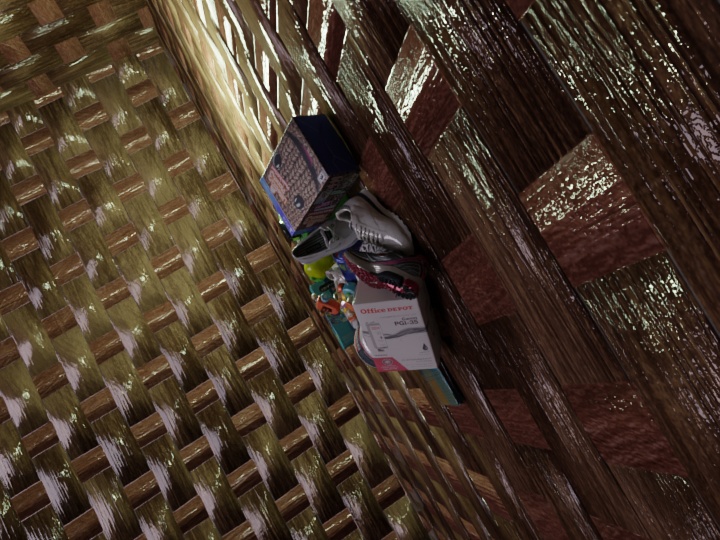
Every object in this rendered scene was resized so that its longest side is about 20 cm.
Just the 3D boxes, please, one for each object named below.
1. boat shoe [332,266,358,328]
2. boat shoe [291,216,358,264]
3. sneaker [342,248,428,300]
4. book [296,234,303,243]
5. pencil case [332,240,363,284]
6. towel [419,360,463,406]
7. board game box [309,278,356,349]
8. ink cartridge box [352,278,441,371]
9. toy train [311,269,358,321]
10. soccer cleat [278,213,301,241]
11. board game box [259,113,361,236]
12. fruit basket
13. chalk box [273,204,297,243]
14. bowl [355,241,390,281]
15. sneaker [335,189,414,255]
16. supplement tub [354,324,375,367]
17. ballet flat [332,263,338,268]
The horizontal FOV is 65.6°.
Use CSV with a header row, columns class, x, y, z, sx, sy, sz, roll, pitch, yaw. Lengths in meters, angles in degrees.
class,x,y,z,sx,sy,sz,roll,pitch,yaw
boat shoe,-0.037,0.072,1.488,0.068,0.072,0.204,4,132,18
boat shoe,-0.067,-0.072,1.263,0.075,0.198,0.067,57,-167,10
sneaker,0.047,-0.006,1.085,0.197,0.076,0.081,20,159,39
book,-0.163,-0.199,1.529,0.204,0.132,0.048,60,167,-2
pencil case,0.000,0.000,1.369,0.076,0.088,0.202,14,151,31
towel,0.188,0.265,1.379,0.149,0.021,0.200,61,169,9
board game box,-0.035,0.099,1.604,0.203,0.148,0.047,59,167,9
ink cartridge box,0.079,0.110,1.168,0.084,0.142,0.203,-72,-31,-48
toy train,-0.053,0.080,1.389,0.146,0.057,0.201,22,151,0
soccer cleat,-0.167,-0.112,1.390,0.200,0.066,0.083,-135,27,-74
board game box,-0.114,-0.207,1.218,0.162,0.095,0.201,57,136,16
fruit basket,-0.083,-0.083,1.401,0.215,0.151,0.222,166,90,-78
chalk box,-0.189,-0.210,1.633,0.125,0.122,0.203,48,161,46
bowl,0.046,0.008,1.237,0.203,0.093,0.202,57,166,23
sneaker,0.032,-0.082,1.130,0.199,0.079,0.078,42,153,38
supplement tub,0.056,0.173,1.431,0.143,0.138,0.200,58,166,10
ballet flat,-0.069,-0.016,1.499,0.197,0.069,0.071,-16,106,45
